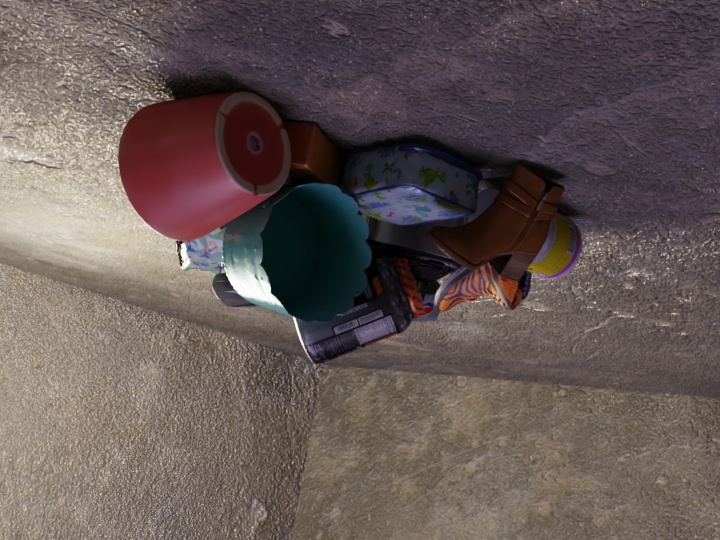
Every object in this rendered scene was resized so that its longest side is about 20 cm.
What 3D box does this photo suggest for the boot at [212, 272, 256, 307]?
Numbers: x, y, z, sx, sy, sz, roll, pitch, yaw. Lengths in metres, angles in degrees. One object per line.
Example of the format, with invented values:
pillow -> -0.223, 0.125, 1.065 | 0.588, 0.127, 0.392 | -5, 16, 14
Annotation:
boot -> -0.128, 0.044, 1.852 | 0.197, 0.074, 0.182 | -13, 146, 25

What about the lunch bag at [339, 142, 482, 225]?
lunch bag -> 0.072, -0.124, 1.607 | 0.159, 0.084, 0.199 | 20, 165, -34

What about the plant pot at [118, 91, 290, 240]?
plant pot -> -0.203, -0.155, 1.500 | 0.175, 0.204, 0.199 | -13, 156, 40

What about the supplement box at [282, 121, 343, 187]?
supplement box -> -0.069, -0.156, 1.629 | 0.068, 0.068, 0.200 | 6, 167, 21

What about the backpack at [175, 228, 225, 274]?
backpack -> -0.244, -0.092, 1.822 | 0.147, 0.181, 0.200 | 4, 164, -3

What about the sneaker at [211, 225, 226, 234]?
sneaker -> -0.237, -0.159, 1.670 | 0.075, 0.084, 0.202 | 44, 159, 56

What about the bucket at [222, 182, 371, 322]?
bucket -> -0.096, -0.030, 1.600 | 0.205, 0.211, 0.134 | 19, 172, -38

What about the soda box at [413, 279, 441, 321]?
soda box -> 0.077, 0.007, 1.976 | 0.067, 0.064, 0.201 | 0, -143, -30

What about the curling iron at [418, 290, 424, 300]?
curling iron -> 0.059, 0.051, 1.892 | 0.049, 0.026, 0.200 | 18, 169, -17

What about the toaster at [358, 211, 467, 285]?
toaster -> 0.075, -0.060, 1.821 | 0.178, 0.121, 0.200 | 12, 169, -10

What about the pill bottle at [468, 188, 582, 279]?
pill bottle -> 0.253, -0.061, 1.685 | 0.103, 0.106, 0.198 | 0, 164, 44

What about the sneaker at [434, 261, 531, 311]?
sneaker -> 0.208, 0.034, 1.826 | 0.077, 0.113, 0.200 | -27, 164, -46

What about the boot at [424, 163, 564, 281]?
boot -> 0.194, -0.076, 1.535 | 0.197, 0.157, 0.077 | 17, -161, -30

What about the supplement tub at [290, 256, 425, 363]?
supplement tub -> -0.004, 0.059, 1.715 | 0.197, 0.124, 0.123 | -21, 166, 2

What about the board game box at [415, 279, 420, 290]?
board game box -> 0.000, 0.000, 1.823 | 0.104, 0.024, 0.198 | -1, 163, 44

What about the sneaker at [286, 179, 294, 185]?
sneaker -> -0.141, -0.140, 1.752 | 0.079, 0.076, 0.200 | 6, 167, 24
